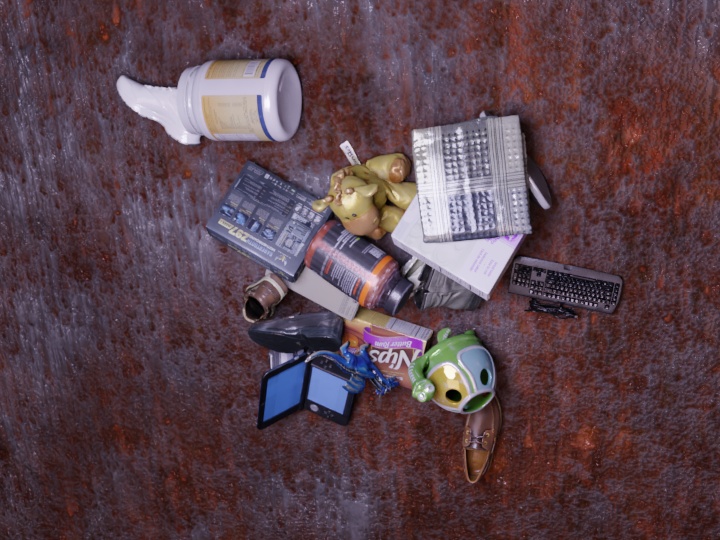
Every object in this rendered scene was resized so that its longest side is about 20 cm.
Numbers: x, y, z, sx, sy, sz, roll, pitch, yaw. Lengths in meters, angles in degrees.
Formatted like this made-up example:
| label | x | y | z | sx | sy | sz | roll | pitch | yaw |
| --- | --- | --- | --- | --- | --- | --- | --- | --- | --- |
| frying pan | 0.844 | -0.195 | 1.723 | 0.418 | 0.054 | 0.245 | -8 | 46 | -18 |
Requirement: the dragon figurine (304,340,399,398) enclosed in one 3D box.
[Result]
| label | x | y | z | sx | sy | sz | roll | pitch | yaw |
| --- | --- | --- | --- | --- | --- | --- | --- | --- | --- |
| dragon figurine | -0.008 | 0.192 | 1.590 | 0.059 | 0.198 | 0.100 | -44 | 55 | 28 |

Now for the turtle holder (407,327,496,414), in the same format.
| label | x | y | z | sx | sy | sz | roll | pitch | yaw |
| --- | --- | --- | --- | --- | --- | --- | --- | --- | --- |
| turtle holder | 0.176 | 0.191 | 1.553 | 0.141 | 0.185 | 0.133 | -41 | 57 | 13 |

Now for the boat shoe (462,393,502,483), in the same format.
| label | x | y | z | sx | sy | sz | roll | pitch | yaw |
| --- | --- | --- | --- | --- | --- | --- | --- | --- | --- |
| boat shoe | 0.238 | 0.331 | 1.659 | 0.071 | 0.068 | 0.204 | 10 | 114 | 16 |

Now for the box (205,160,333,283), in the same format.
| label | x | y | z | sx | sy | sz | roll | pitch | yaw |
| --- | --- | --- | --- | --- | --- | --- | --- | --- | --- |
| box | -0.171 | -0.093 | 1.594 | 0.198 | 0.159 | 0.051 | 28 | 162 | 7 |

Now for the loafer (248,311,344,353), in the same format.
| label | x | y | z | sx | sy | sz | roll | pitch | yaw |
| --- | --- | --- | --- | --- | --- | --- | --- | --- | --- |
| loafer | -0.124 | 0.116 | 1.643 | 0.196 | 0.073 | 0.073 | 2 | 142 | 15 |

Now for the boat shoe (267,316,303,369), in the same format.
| label | x | y | z | sx | sy | sz | roll | pitch | yaw |
| --- | --- | --- | --- | --- | --- | --- | --- | --- | --- |
| boat shoe | -0.161 | 0.188 | 1.747 | 0.067 | 0.071 | 0.203 | 27 | 131 | 34 |

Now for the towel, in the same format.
| label | x | y | z | sx | sy | sz | roll | pitch | yaw |
| --- | --- | --- | --- | --- | --- | --- | --- | --- | --- |
| towel | 0.187 | -0.153 | 1.407 | 0.189 | 0.035 | 0.204 | -6 | 91 | 12 |

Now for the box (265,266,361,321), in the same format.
| label | x | y | z | sx | sy | sz | roll | pitch | yaw |
| --- | --- | --- | --- | --- | --- | --- | --- | --- | --- |
| box | -0.080 | 0.013 | 1.639 | 0.198 | 0.082 | 0.069 | 27 | 118 | 6 |

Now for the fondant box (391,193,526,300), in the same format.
| label | x | y | z | sx | sy | sz | roll | pitch | yaw |
| --- | --- | --- | --- | --- | --- | --- | --- | --- | --- |
| fondant box | 0.173 | -0.064 | 1.451 | 0.198 | 0.058 | 0.146 | 31 | 83 | 13 |

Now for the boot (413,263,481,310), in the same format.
| label | x | y | z | sx | sy | sz | roll | pitch | yaw |
| --- | --- | --- | --- | --- | --- | --- | --- | --- | --- |
| boot | 0.177 | -0.007 | 1.506 | 0.129 | 0.068 | 0.203 | 3 | 122 | -29 |

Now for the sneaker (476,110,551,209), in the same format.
| label | x | y | z | sx | sy | sz | roll | pitch | yaw |
| --- | --- | --- | --- | --- | --- | --- | --- | --- | --- |
| sneaker | 0.244 | -0.170 | 1.456 | 0.099 | 0.071 | 0.201 | -40 | 88 | 28 |

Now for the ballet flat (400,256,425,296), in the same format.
| label | x | y | z | sx | sy | sz | roll | pitch | yaw |
| --- | --- | --- | --- | --- | --- | --- | --- | --- | --- |
| ballet flat | 0.131 | -0.010 | 1.562 | 0.072 | 0.072 | 0.200 | 43 | 118 | -1 |

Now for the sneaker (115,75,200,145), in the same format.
| label | x | y | z | sx | sy | sz | roll | pitch | yaw |
| --- | --- | --- | --- | --- | --- | --- | --- | --- | --- |
| sneaker | -0.382 | -0.326 | 1.626 | 0.198 | 0.075 | 0.088 | 32 | 106 | -2 |

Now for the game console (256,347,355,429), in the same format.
| label | x | y | z | sx | sy | sz | roll | pitch | yaw |
| --- | --- | --- | --- | --- | --- | --- | --- | --- | --- |
| game console | -0.107 | 0.263 | 1.697 | 0.168 | 0.119 | 0.202 | 22 | 137 | 10 |

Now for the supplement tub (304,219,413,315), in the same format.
| label | x | y | z | sx | sy | sz | roll | pitch | yaw |
| --- | --- | --- | --- | --- | --- | --- | --- | --- | --- |
| supplement tub | 0.000 | 0.000 | 1.544 | 0.199 | 0.107 | 0.108 | 34 | 119 | 14 |

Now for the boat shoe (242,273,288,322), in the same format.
| label | x | y | z | sx | sy | sz | roll | pitch | yaw |
| --- | --- | --- | --- | --- | --- | --- | --- | --- | --- |
| boat shoe | -0.209 | 0.067 | 1.661 | 0.075 | 0.075 | 0.202 | 43 | 152 | 1 |

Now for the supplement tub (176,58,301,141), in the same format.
| label | x | y | z | sx | sy | sz | roll | pitch | yaw |
| --- | --- | --- | --- | --- | --- | --- | --- | --- | --- |
| supplement tub | -0.219 | -0.309 | 1.522 | 0.196 | 0.145 | 0.147 | 4 | 113 | 18 |

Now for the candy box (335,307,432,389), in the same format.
| label | x | y | z | sx | sy | sz | roll | pitch | yaw |
| --- | --- | --- | --- | --- | --- | --- | --- | --- | --- |
| candy box | 0.036 | 0.150 | 1.666 | 0.197 | 0.056 | 0.118 | 18 | 117 | 14 |

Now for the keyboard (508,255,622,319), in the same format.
| label | x | y | z | sx | sy | sz | roll | pitch | yaw |
| --- | --- | --- | --- | --- | --- | --- | --- | --- | --- |
| keyboard | 0.366 | 0.043 | 1.513 | 0.197 | 0.040 | 0.106 | 12 | 114 | 16 |

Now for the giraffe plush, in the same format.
| label | x | y | z | sx | sy | sz | roll | pitch | yaw |
| --- | --- | --- | --- | --- | --- | --- | --- | --- | --- |
| giraffe plush | 0.007 | -0.131 | 1.501 | 0.200 | 0.162 | 0.173 | 42 | 119 | -1 |
